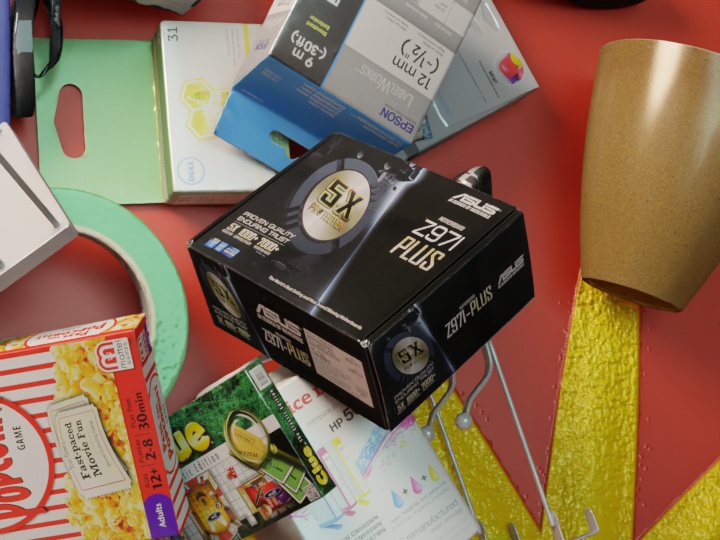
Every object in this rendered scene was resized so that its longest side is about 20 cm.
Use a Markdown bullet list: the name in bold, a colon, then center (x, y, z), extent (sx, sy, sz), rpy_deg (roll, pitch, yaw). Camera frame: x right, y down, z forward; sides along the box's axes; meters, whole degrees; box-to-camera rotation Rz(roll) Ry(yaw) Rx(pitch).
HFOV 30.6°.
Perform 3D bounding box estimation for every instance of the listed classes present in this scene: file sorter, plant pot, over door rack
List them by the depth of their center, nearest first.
- **file sorter**: center (-0.323, -0.039, 0.888), extent (0.199, 0.125, 0.139), rpy_deg (-36, 50, -6)
- **over door rack**: center (0.087, 0.140, 1.047), extent (0.066, 0.148, 0.201), rpy_deg (-29, 88, -24)
- **plant pot**: center (0.268, -0.073, 1.155), extent (0.185, 0.186, 0.202), rpy_deg (21, 84, -14)

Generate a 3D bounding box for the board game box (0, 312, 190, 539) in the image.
- **board game box**: center (-0.233, 0.124, 0.925), extent (0.198, 0.046, 0.153), rpy_deg (-10, 103, 4)

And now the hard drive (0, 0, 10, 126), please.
- **hard drive**: center (-0.328, -0.123, 0.980), extent (0.130, 0.025, 0.203), rpy_deg (-1, 102, -20)

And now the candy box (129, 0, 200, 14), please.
- **candy box**: center (-0.208, -0.309, 1.030), extent (0.199, 0.071, 0.170), rpy_deg (5, 68, -45)

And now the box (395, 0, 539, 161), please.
- **box**: center (0.039, -0.183, 1.158), extent (0.199, 0.041, 0.157), rpy_deg (-30, 91, -21)

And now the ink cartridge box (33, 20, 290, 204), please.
- **ink cartridge box**: center (-0.160, -0.128, 1.072), extent (0.198, 0.048, 0.147), rpy_deg (-2, 79, -22)

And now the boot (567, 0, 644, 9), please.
- **boot**: center (0.192, -0.333, 1.223), extent (0.198, 0.073, 0.152), rpy_deg (7, 70, -28)

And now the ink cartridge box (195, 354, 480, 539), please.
- **ink cartridge box**: center (-0.028, 0.151, 1.016), extent (0.128, 0.125, 0.201), rpy_deg (-32, 91, -23)

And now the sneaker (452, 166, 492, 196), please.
- **sneaker**: center (0.032, -0.035, 1.110), extent (0.114, 0.076, 0.200), rpy_deg (12, 38, 24)

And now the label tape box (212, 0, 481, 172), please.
- **label tape box**: center (-0.010, -0.166, 1.054), extent (0.142, 0.066, 0.202), rpy_deg (29, 82, -24)

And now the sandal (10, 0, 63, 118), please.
- **sandal**: center (-0.252, -0.219, 1.040), extent (0.042, 0.076, 0.203), rpy_deg (7, 74, -18)

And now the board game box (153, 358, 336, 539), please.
- **board game box**: center (-0.114, 0.150, 0.956), extent (0.023, 0.199, 0.105), rpy_deg (-27, 85, -54)

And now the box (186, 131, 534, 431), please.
- **box**: center (0.000, 0.000, 0.967), extent (0.163, 0.199, 0.087), rpy_deg (-38, 135, -26)

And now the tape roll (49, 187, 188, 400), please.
- **tape roll**: center (-0.230, 0.040, 0.990), extent (0.198, 0.048, 0.203), rpy_deg (0, 90, -17)
